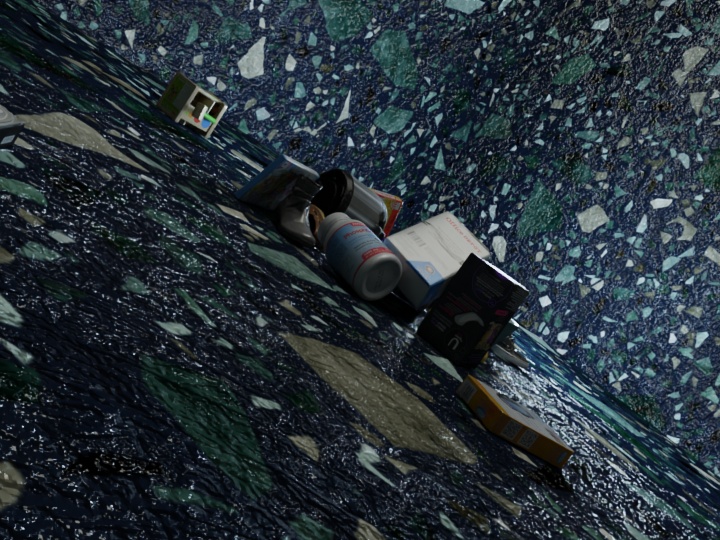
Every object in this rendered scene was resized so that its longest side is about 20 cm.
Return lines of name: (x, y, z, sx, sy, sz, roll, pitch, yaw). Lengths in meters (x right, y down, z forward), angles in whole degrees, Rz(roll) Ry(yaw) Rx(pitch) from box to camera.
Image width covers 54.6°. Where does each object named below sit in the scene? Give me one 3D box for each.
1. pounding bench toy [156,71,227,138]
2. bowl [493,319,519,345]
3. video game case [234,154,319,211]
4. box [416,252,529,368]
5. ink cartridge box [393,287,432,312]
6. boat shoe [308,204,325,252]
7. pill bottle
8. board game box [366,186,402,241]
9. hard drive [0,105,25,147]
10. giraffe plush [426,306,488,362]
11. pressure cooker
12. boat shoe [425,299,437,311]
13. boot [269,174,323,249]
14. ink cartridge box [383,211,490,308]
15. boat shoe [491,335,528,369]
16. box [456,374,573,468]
pounding bench toy: (-0.495, -0.490, 2.154, 0.200, 0.124, 0.156, 40, 9, 36)
bowl: (0.314, 0.132, 1.867, 0.200, 0.105, 0.201, 33, 8, -5)
video game case: (-0.186, -0.196, 1.600, 0.018, 0.143, 0.200, 55, 13, 13)
box: (0.232, 0.084, 1.437, 0.122, 0.200, 0.106, 39, 9, 30)
ink cartridge box: (0.115, 0.017, 1.640, 0.146, 0.086, 0.200, 35, -9, 4)
boat shoe: (-0.124, -0.116, 1.634, 0.067, 0.072, 0.200, 31, 11, -41)
pill bottle: (-0.008, -0.036, 1.439, 0.109, 0.109, 0.200, 27, 15, -46)
board game box: (-0.003, -0.157, 1.937, 0.199, 0.152, 0.046, 14, 22, -23)
hard drive: (-0.478, -0.199, 0.748, 0.200, 0.038, 0.140, 32, 8, -15)
giraffe plush: (0.245, 0.091, 1.598, 0.172, 0.162, 0.200, 41, 9, 37)
pressure cooker: (-0.029, -0.140, 1.765, 0.200, 0.178, 0.177, 32, 49, -42)
boat shoe: (0.173, 0.059, 1.833, 0.201, 0.072, 0.061, 42, 6, 28)
boot: (-0.126, -0.137, 1.523, 0.070, 0.132, 0.200, 30, 9, -38)
ink cartridge box: (0.156, -0.026, 1.493, 0.200, 0.084, 0.145, -24, 63, -36)
boat shoe: (0.399, 0.199, 1.968, 0.200, 0.066, 0.070, 36, 8, 9)
box: (0.259, 0.251, 1.142, 0.200, 0.042, 0.119, 34, 7, -27)
